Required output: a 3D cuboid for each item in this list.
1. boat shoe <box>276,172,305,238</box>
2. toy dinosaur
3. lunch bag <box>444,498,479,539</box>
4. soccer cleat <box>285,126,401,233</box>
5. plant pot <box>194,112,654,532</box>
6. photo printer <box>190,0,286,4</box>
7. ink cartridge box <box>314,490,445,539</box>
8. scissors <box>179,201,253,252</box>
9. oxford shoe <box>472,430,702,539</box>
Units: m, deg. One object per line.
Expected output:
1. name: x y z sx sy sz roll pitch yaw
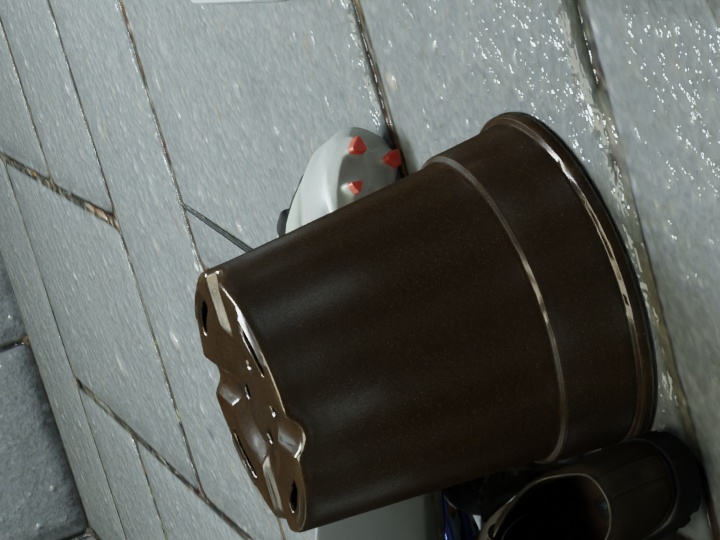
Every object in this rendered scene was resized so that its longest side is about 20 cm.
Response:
1. boat shoe: 0.000 0.000 1.474 0.200 0.067 0.057 47 133 46
2. toy dinosaur: 0.067 0.116 1.380 0.200 0.077 0.103 158 99 -71
3. lunch bag: 0.058 0.229 1.439 0.160 0.075 0.201 67 -174 -52
4. soccer cleat: -0.021 0.004 1.416 0.077 0.069 0.201 -21 51 57
5. plant pot: 0.025 0.038 1.202 0.200 0.197 0.201 161 90 -74
6. photo printer: -0.085 -0.256 1.438 0.200 0.069 0.167 -161 52 -70
7. ink cartridge box: 0.013 0.157 1.301 0.201 0.067 0.117 -86 -9 -46
8. scissors: -0.039 0.011 1.514 0.200 0.014 0.073 36 -176 -15
9. oxford shoe: 0.090 0.150 1.185 0.200 0.084 0.073 -49 62 42
